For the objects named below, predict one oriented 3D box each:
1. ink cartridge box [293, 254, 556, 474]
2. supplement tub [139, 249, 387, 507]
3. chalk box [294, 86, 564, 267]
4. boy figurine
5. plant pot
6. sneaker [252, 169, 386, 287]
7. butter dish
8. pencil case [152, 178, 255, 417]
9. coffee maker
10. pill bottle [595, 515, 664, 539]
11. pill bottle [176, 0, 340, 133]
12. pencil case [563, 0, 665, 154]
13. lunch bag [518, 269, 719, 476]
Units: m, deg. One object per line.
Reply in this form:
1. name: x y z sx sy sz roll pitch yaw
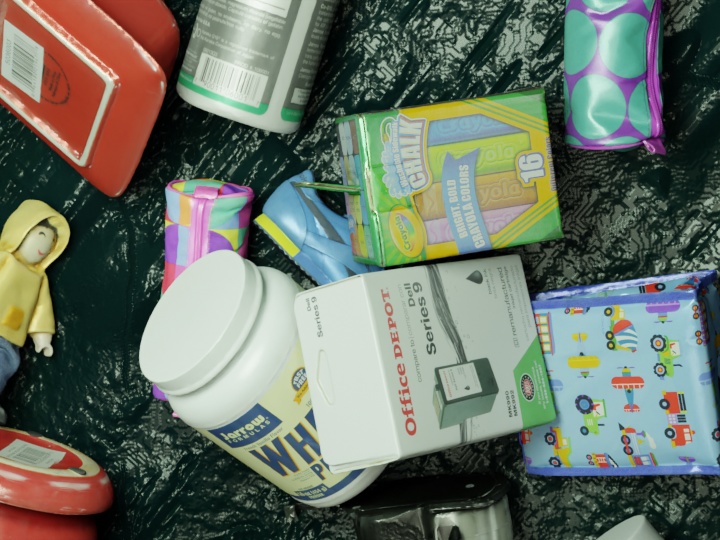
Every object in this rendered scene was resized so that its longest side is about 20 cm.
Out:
1. ink cartridge box: 0.054 0.073 1.323 0.084 0.199 0.148 -17 83 43
2. supplement tub: -0.070 0.089 1.357 0.145 0.145 0.200 -43 123 14
3. chalk box: 0.048 -0.071 1.330 0.197 0.124 0.125 -10 95 -8
4. boy figurine: -0.312 0.035 1.465 0.064 0.124 0.202 5 66 40
5. plant pot: -0.324 0.240 1.447 0.198 0.200 0.185 16 94 10
6. sneaker: 0.000 0.000 1.412 0.078 0.066 0.200 -44 93 -6
7. butter dish: -0.224 -0.201 1.402 0.199 0.148 0.200 40 145 4
8. pencil case: -0.137 0.022 1.434 0.087 0.088 0.203 5 97 11
9. coffee maker: 0.053 0.286 1.417 0.190 0.134 0.203 -5 95 36
10. pill bottle: 0.259 0.313 1.369 0.114 0.114 0.201 -38 89 14
11. pill bottle: -0.074 -0.226 1.374 0.112 0.113 0.202 21 101 9
12. pencil case: 0.212 -0.198 1.329 0.092 0.085 0.203 9 101 40
13. lunch bag: 0.204 0.091 1.374 0.198 0.094 0.153 -6 98 24
